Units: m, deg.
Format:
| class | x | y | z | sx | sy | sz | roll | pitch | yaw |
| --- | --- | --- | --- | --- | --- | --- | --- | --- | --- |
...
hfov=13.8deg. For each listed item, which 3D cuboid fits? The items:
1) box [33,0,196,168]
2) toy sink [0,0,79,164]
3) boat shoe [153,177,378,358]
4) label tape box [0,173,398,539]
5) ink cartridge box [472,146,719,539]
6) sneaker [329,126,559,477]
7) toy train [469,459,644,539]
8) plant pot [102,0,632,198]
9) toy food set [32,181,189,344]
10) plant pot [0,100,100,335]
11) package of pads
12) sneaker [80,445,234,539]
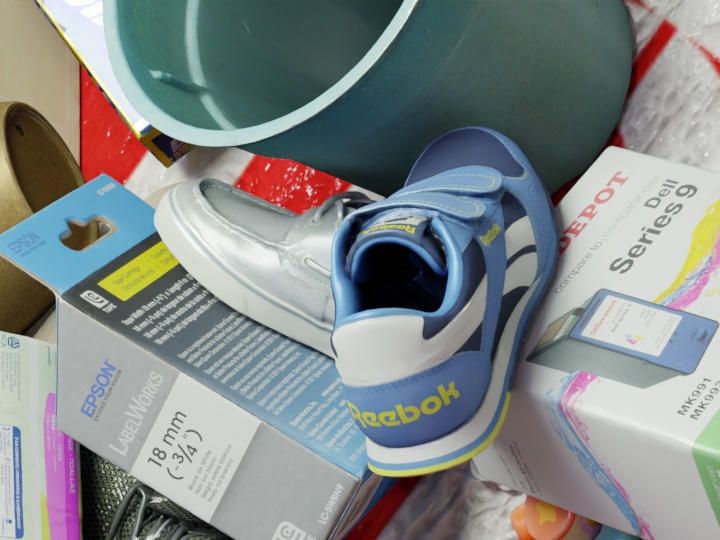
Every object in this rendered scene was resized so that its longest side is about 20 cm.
| class | x | y | z | sx | sy | sz | roll | pitch | yaw |
| --- | --- | --- | --- | --- | --- | --- | --- | --- | --- |
| box | -0.139 | -0.155 | 1.577 | 0.070 | 0.064 | 0.200 | -38 | 74 | 1 |
| toy sink | -0.242 | -0.101 | 1.663 | 0.130 | 0.112 | 0.201 | -20 | 59 | 33 |
| boat shoe | 0.000 | 0.001 | 1.376 | 0.200 | 0.070 | 0.072 | 31 | 115 | 11 |
| label tape box | -0.074 | 0.046 | 1.375 | 0.200 | 0.144 | 0.063 | 31 | 111 | 8 |
| ink cartridge box | 0.150 | 0.040 | 1.258 | 0.200 | 0.088 | 0.145 | 17 | 55 | 45 |
| sneaker | 0.033 | -0.006 | 1.248 | 0.074 | 0.082 | 0.200 | -15 | 35 | 22 |
| toy train | 0.062 | 0.158 | 1.334 | 0.150 | 0.056 | 0.201 | 3 | 74 | 40 |
| plant pot | 0.017 | -0.121 | 1.397 | 0.200 | 0.196 | 0.201 | -16 | 63 | 34 |
| toy food set | -0.101 | 0.071 | 1.517 | 0.200 | 0.060 | 0.144 | -52 | 59 | 11 |
| plant pot | -0.244 | -0.006 | 1.553 | 0.200 | 0.186 | 0.187 | -26 | 56 | 16 |
| package of pads | -0.207 | 0.142 | 1.459 | 0.200 | 0.068 | 0.155 | -39 | 47 | 44 |
| sneaker | -0.087 | 0.132 | 1.400 | 0.199 | 0.114 | 0.076 | 34 | 100 | 28 |
